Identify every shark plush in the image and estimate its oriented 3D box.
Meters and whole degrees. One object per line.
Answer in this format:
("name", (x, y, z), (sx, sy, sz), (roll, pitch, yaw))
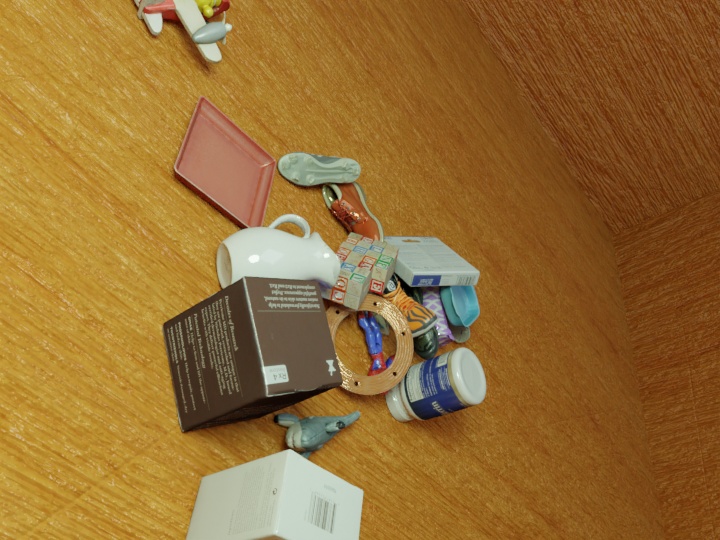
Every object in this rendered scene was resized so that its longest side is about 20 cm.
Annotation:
("shark plush", (-0.060, 0.284, 1.092), (0.198, 0.082, 0.093), (15, 57, -50))

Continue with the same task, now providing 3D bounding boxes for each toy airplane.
("toy airplane", (-0.325, -0.513, 1.178), (0.198, 0.139, 0.204), (33, 45, -39))

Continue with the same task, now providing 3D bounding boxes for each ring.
("ring", (0.010, 0.144, 1.248), (0.194, 0.019, 0.206), (5, 68, -11))

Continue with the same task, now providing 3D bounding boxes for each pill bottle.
("pill bottle", (0.152, 0.244, 1.315), (0.115, 0.197, 0.118), (30, 47, -38))

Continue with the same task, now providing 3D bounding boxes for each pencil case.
("pencil case", (0.177, 0.086, 1.556), (0.084, 0.084, 0.205), (34, 44, -56))

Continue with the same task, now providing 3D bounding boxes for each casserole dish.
("casserole dish", (0.244, 0.073, 1.559), (0.199, 0.038, 0.124), (-23, 93, -65))

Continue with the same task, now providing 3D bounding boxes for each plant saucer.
("plant saucer", (-0.251, -0.188, 1.170), (0.199, 0.036, 0.204), (38, 42, -34))

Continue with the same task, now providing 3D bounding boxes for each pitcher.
("pitcher", (-0.155, -0.032, 1.114), (0.196, 0.123, 0.173), (-6, 47, -33))

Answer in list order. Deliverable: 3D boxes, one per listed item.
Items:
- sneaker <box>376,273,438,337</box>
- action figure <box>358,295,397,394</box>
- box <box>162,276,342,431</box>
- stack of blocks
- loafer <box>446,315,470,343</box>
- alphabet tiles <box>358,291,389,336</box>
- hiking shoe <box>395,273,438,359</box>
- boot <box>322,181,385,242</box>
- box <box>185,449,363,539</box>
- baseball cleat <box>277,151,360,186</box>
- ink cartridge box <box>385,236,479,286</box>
("sneaker", (0.083, 0.071, 1.333), (0.077, 0.199, 0.114), (-33, 105, -20))
("action figure", (0.050, 0.153, 1.311), (0.065, 0.097, 0.206), (-3, 83, -53))
("box", (-0.163, 0.125, 0.944), (0.164, 0.197, 0.169), (6, 63, -53))
("stack of blocks", (0.000, 0.000, 1.273), (0.112, 0.060, 0.201), (18, 28, 9))
("loafer", (0.238, 0.089, 1.670), (0.063, 0.070, 0.205), (-28, 99, -75))
("alphabet tiles", (0.021, 0.043, 1.427), (0.194, 0.014, 0.205), (26, 49, -48))
("hiking shoe", (0.118, 0.109, 1.465), (0.100, 0.075, 0.204), (27, 39, -53))
("boot", (-0.020, -0.116, 1.412), (0.106, 0.075, 0.203), (5, 50, -50))
("box", (-0.118, 0.343, 0.865), (0.152, 0.197, 0.108), (39, 42, -33))
("baseball cleat", (-0.099, -0.220, 1.387), (0.195, 0.106, 0.072), (3, 100, -28))
("ink cartridge box", (0.152, -0.023, 1.510), (0.192, 0.044, 0.200), (0, 25, -28))
